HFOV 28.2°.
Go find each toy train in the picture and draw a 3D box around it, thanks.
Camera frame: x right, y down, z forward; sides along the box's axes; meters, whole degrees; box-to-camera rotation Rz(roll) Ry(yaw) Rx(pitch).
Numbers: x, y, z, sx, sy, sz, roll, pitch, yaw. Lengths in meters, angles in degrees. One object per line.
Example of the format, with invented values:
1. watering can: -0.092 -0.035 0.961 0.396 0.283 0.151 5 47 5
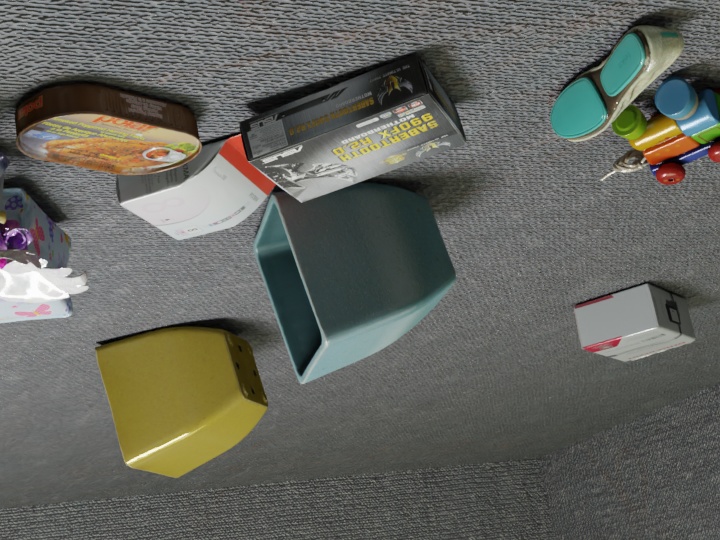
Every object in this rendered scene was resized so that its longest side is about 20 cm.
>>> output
1. toy train: 0.327 -0.153 1.645 0.200 0.085 0.116 -24 148 37

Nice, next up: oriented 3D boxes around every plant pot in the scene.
1. plant pot: 0.000 0.000 1.769 0.200 0.196 0.196 -16 165 -17
2. plant pot: -0.261 0.187 2.220 0.200 0.196 0.194 -23 161 11

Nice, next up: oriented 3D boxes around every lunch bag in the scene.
1. lunch bag: -0.438 -0.003 1.590 0.200 0.127 0.170 -5 162 4

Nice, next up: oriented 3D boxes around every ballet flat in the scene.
1. ballet flat: 0.272 -0.192 1.502 0.062 0.068 0.200 -13 166 -26

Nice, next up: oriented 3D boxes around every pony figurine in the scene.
1. pony figurine: -0.388 -0.021 1.420 0.193 0.200 0.167 -14 162 11

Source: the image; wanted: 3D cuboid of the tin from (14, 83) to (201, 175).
1. tin: -0.246 -0.138 1.410 0.112 0.042 0.200 -19 162 38

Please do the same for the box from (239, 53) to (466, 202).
1. box: -0.005 -0.143 1.492 0.200 0.048 0.158 -19 161 13

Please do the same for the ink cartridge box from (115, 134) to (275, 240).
1. ink cartridge box: -0.148 -0.095 1.593 0.200 0.057 0.163 -10 164 14

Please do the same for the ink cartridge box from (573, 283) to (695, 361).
1. ink cartridge box: 0.485 0.094 2.525 0.145 0.084 0.200 -20 161 27
